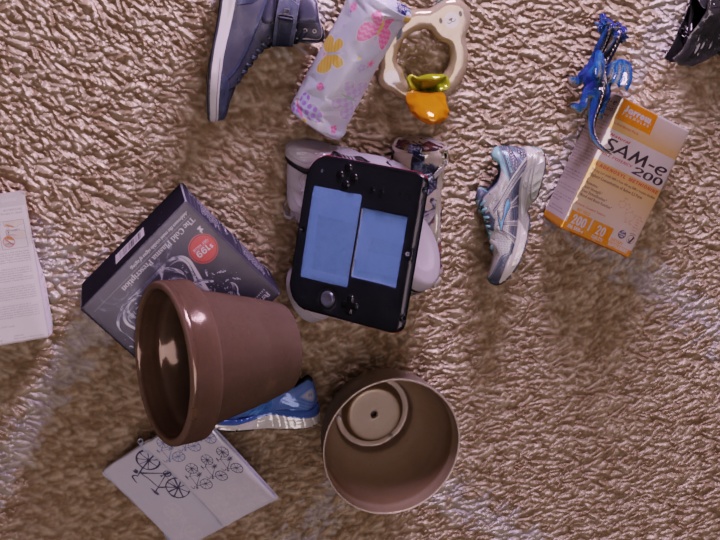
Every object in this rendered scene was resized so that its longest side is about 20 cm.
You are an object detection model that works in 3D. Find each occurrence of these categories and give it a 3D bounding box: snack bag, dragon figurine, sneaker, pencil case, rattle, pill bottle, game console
[{"bbox_3d":[-0.246,0.302,1.594,0.198,0.022,0.189,-30,114,21],"label":"snack bag"},{"bbox_3d":[0.332,-0.262,1.540,0.058,0.203,0.100,18,140,-15],"label":"dragon figurine"},{"bbox_3d":[0.511,-0.376,1.589,0.103,0.060,0.203,15,106,-21],"label":"sneaker"},{"bbox_3d":[-0.156,0.179,1.600,0.196,0.078,0.091,-2,91,-14],"label":"sneaker"},{"bbox_3d":[-0.013,-0.273,1.471,0.090,0.083,0.202,7,121,-53],"label":"pencil case"},{"bbox_3d":[-0.016,-0.099,1.518,0.197,0.075,0.117,17,112,15],"label":"sneaker"},{"bbox_3d":[0.199,-0.082,1.607,0.085,0.078,0.204,12,96,-4],"label":"sneaker"},{"bbox_3d":[0.103,-0.309,1.477,0.129,0.143,0.202,31,104,-1],"label":"rattle"},{"bbox_3d":[-0.123,-0.283,1.461,0.144,0.077,0.206,11,102,-13],"label":"sneaker"},{"bbox_3d":[0.000,0.000,1.517,0.198,0.113,0.113,-22,114,32],"label":"pill bottle"},{"bbox_3d":[0.081,-0.081,1.561,0.077,0.089,0.204,-13,111,-41],"label":"pencil case"},{"bbox_3d":[-0.005,-0.037,1.435,0.031,0.175,0.204,-1,102,-56],"label":"game console"}]

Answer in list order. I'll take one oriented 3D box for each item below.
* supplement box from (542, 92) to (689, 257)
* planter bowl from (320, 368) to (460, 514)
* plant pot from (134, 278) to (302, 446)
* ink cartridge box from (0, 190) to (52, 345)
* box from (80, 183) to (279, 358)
[{"bbox_3d":[0.365,-0.138,1.618,0.124,0.074,0.203,20,100,-18],"label":"supplement box"},{"bbox_3d":[0.030,0.225,1.615,0.196,0.135,0.204,-4,108,-12],"label":"planter bowl"},{"bbox_3d":[-0.171,0.108,1.412,0.172,0.199,0.204,-4,108,-31],"label":"plant pot"},{"bbox_3d":[-0.500,0.001,1.477,0.158,0.050,0.204,-9,104,-10],"label":"ink cartridge box"},{"bbox_3d":[-0.241,0.025,1.510,0.200,0.104,0.182,-45,112,3],"label":"box"}]
